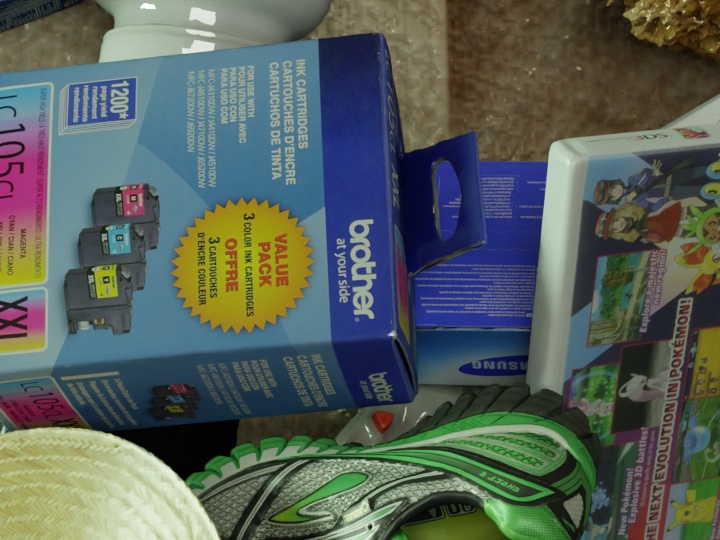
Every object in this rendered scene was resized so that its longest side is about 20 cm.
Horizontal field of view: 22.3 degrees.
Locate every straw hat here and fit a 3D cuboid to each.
[{"bbox_3d":[-0.123,0.161,0.711,0.201,0.085,0.201,-10,60,17],"label":"straw hat"}]

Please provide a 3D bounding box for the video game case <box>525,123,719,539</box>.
[{"bbox_3d":[0.153,0.033,0.753,0.182,0.023,0.200,-7,119,-19],"label":"video game case"}]

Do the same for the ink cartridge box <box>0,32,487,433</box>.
[{"bbox_3d":[-0.050,-0.015,0.732,0.200,0.076,0.137,-5,66,4],"label":"ink cartridge box"}]

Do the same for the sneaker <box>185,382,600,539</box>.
[{"bbox_3d":[-0.006,0.106,0.711,0.200,0.085,0.078,-22,111,21],"label":"sneaker"}]

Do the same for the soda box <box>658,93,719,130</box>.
[{"bbox_3d":[0.203,-0.064,0.854,0.200,0.064,0.068,-30,88,-11],"label":"soda box"}]

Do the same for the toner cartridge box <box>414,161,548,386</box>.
[{"bbox_3d":[0.000,0.000,0.794,0.200,0.043,0.095,1,52,9],"label":"toner cartridge box"}]

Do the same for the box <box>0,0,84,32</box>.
[{"bbox_3d":[-0.160,-0.156,0.759,0.064,0.200,0.070,-24,87,-8],"label":"box"}]

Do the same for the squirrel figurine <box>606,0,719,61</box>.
[{"bbox_3d":[0.174,-0.190,0.807,0.141,0.187,0.200,11,82,-5],"label":"squirrel figurine"}]

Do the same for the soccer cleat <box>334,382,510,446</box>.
[{"bbox_3d":[0.043,0.056,0.829,0.069,0.078,0.200,42,61,8],"label":"soccer cleat"}]

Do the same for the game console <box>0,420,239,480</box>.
[{"bbox_3d":[-0.162,0.136,0.817,0.176,0.116,0.200,10,82,-35],"label":"game console"}]

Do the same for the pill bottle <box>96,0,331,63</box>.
[{"bbox_3d":[-0.062,-0.170,0.816,0.113,0.113,0.200,9,82,-5],"label":"pill bottle"}]
